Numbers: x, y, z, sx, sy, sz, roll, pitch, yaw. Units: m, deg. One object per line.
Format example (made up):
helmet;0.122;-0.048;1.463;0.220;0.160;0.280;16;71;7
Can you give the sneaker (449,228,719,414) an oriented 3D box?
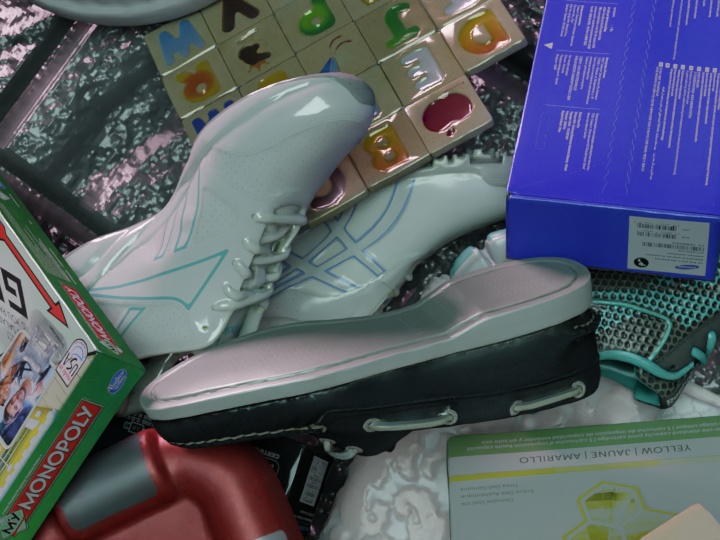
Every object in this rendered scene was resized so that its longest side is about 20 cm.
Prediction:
sneaker;0.145;0.018;0.834;0.199;0.078;0.092;-11;76;-2

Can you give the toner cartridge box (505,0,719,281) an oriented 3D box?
toner cartridge box;0.128;-0.086;0.831;0.095;0.043;0.200;8;49;10

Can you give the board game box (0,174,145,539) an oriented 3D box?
board game box;-0.181;0.043;0.815;0.135;0.029;0.200;-55;42;9

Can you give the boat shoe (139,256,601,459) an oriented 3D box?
boat shoe;0.008;0.050;0.759;0.199;0.076;0.061;-13;110;-2

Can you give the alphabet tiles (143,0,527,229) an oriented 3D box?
alphabet tiles;-0.017;-0.114;0.883;0.166;0.006;0.200;-29;52;2

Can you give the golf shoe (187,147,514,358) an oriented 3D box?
golf shoe;0.000;0.000;0.872;0.199;0.078;0.098;-15;83;14

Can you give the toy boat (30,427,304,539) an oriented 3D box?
toy boat;-0.079;0.161;0.735;0.130;0.131;0.200;-26;74;8

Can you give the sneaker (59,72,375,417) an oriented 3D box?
sneaker;-0.059;-0.009;0.799;0.200;0.070;0.080;-42;62;25

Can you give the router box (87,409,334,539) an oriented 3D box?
router box;-0.130;0.128;0.856;0.199;0.062;0.150;16;83;16

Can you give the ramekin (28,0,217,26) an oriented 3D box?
ramekin;-0.125;-0.234;0.908;0.202;0.094;0.203;-3;73;9

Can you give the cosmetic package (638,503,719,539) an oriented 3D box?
cosmetic package;0.074;0.188;0.664;0.200;0.073;0.104;-30;60;-13

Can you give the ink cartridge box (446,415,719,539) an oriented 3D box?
ink cartridge box;0.111;0.148;0.750;0.145;0.048;0.200;-4;37;4

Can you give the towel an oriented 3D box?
towel;0.081;0.126;0.853;0.191;0.032;0.201;22;82;11
